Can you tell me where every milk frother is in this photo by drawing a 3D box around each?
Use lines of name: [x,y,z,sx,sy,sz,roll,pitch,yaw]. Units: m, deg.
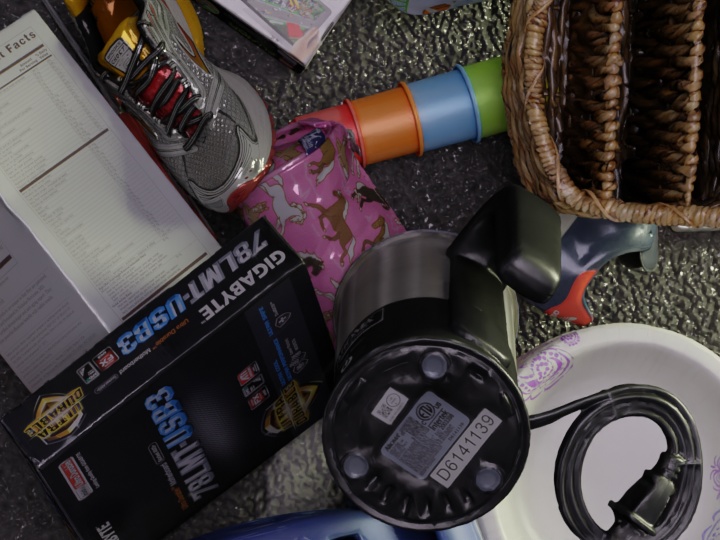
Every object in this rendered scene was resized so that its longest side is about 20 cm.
milk frother: [0.088,0.075,1.486,0.180,0.188,0.200,-35,106,14]

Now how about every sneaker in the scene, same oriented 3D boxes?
sneaker: [-0.126,-0.114,1.572,0.078,0.082,0.200,-48,59,18]
sneaker: [0.178,-0.050,1.664,0.084,0.075,0.200,40,87,-7]

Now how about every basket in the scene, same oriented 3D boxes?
basket: [0.171,-0.130,1.544,0.142,0.149,0.201,3,94,-15]

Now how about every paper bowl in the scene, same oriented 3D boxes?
paper bowl: [0.160,0.137,1.624,0.199,0.104,0.202,1,86,-9]

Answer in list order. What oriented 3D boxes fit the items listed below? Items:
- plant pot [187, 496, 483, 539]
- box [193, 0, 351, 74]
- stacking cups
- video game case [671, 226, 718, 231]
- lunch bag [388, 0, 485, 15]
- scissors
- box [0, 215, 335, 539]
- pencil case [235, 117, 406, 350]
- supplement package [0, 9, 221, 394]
plant pot: [-0.009,0.233,1.547,0.179,0.200,0.201,-21,89,-18]
box: [-0.089,-0.231,1.651,0.200,0.035,0.110,36,80,-5]
stacking cups: [0.053,-0.105,1.649,0.199,0.061,0.061,-16,88,-11]
video game case: [0.275,-0.128,1.711,0.142,0.018,0.201,-1,86,-9]
lunch bag: [0.078,-0.260,1.642,0.199,0.076,0.161,-17,79,-23]
scissors: [-0.153,-0.098,1.634,0.014,0.073,0.200,-37,67,3]
box: [-0.108,0.083,1.540,0.198,0.200,0.050,-38,65,-12]
pencil case: [0.000,0.000,1.604,0.086,0.083,0.200,-26,107,27]
supplement package: [-0.198,-0.038,1.560,0.200,0.109,0.114,52,48,-1]
